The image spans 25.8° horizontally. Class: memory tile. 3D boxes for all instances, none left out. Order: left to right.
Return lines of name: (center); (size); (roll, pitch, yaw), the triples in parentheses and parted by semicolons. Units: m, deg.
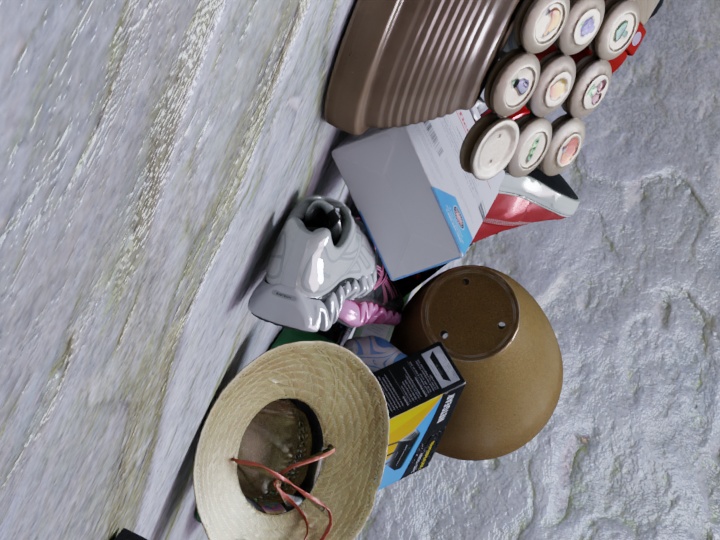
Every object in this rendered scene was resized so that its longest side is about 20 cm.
memory tile: (0.151, -0.158, 1.150); (0.153, 0.017, 0.201); (-4, 123, -50)

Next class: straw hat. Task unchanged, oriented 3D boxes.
straw hat: (-0.075, 0.146, 1.282); (0.085, 0.200, 0.202); (18, -100, 53)

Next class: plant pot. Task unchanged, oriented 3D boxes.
plant pot: (0.057, -0.176, 1.102); (0.202, 0.092, 0.201); (-63, 175, -10)
plant pot: (0.107, 0.071, 1.530); (0.187, 0.185, 0.200); (-63, 166, -15)

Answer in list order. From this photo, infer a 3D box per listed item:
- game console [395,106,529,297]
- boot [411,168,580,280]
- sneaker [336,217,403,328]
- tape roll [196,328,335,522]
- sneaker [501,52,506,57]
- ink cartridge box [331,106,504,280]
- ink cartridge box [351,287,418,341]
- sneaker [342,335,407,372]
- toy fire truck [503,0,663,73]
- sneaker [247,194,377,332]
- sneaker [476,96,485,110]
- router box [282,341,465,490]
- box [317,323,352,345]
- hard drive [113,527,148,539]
game console: (0.093, -0.070, 1.543); (0.199, 0.031, 0.177); (-37, 155, -10)
boot: (0.113, -0.047, 1.495); (0.199, 0.073, 0.145); (8, 127, -49)
sneaker: (0.000, 0.000, 1.456); (0.200, 0.078, 0.096); (0, 100, -77)
tape roll: (-0.085, 0.147, 1.439); (0.202, 0.048, 0.201); (-63, 174, -11)
sneaker: (0.161, -0.265, 1.620); (0.200, 0.110, 0.077); (-57, 171, -59)
ink cartridge box: (0.053, -0.085, 1.285); (0.066, 0.117, 0.200); (-20, -166, 22)
ink cartridge box: (0.047, -0.006, 1.680); (0.146, 0.048, 0.201); (-61, 175, -39)
sneaker: (0.001, 0.110, 1.530); (0.200, 0.072, 0.073); (129, -27, -74)
toy fire truck: (0.115, -0.195, 1.244); (0.201, 0.175, 0.128); (-59, 147, 2)
sneaker: (-0.024, -0.019, 1.169); (0.200, 0.074, 0.082); (-56, 159, -72)
sneaker: (0.065, -0.142, 1.450); (0.084, 0.080, 0.200); (-52, 172, 1)
router box: (0.007, 0.154, 1.441); (0.148, 0.051, 0.200); (-24, 158, -19)
box: (-0.012, 0.020, 1.644); (0.144, 0.036, 0.201); (108, 7, -48)
hard drive: (-0.190, 0.264, 0.983); (0.200, 0.038, 0.141); (-53, 167, -71)
